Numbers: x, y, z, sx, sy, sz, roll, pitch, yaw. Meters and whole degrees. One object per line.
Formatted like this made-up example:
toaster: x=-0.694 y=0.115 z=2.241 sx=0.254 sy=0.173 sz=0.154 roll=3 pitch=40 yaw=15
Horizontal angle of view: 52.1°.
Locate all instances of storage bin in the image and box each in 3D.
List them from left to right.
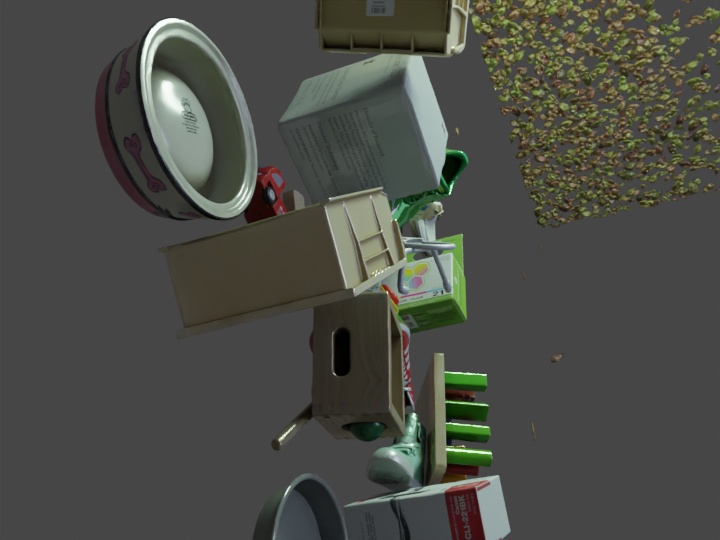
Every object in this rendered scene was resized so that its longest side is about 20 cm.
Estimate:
storage bin: x=-0.074 y=-0.014 z=0.788 sx=0.198 sy=0.198 sz=0.095 roll=-26 pitch=100 yaw=-69
storage bin: x=0.047 y=-0.403 z=1.019 sx=0.094 sy=0.197 sz=0.202 roll=-31 pitch=127 yaw=-67

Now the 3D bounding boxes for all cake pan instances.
cake pan: x=-0.067 y=0.338 z=0.843 sx=0.200 sy=0.036 sz=0.203 roll=-12 pitch=90 yaw=-69

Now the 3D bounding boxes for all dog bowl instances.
dog bowl: x=-0.185 y=-0.142 z=0.743 sx=0.200 sy=0.073 sz=0.203 roll=-12 pitch=90 yaw=-69

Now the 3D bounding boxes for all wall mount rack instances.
wall mount rack: x=0.034 y=-0.008 z=0.949 sx=0.173 sy=0.197 sz=0.076 roll=-5 pitch=100 yaw=-63

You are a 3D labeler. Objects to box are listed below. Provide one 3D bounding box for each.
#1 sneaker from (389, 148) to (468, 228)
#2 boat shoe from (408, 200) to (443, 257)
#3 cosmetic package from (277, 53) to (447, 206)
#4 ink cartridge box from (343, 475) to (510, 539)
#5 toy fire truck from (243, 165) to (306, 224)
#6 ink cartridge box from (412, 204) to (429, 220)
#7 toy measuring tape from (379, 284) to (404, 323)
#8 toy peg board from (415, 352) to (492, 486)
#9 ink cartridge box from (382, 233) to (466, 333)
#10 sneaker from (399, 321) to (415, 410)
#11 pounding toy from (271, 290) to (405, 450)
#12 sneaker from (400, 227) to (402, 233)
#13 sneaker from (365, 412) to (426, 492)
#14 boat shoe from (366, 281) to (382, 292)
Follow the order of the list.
sneaker: x=0.092 y=-0.132 z=1.153 sx=0.200 sy=0.083 sz=0.074 roll=-44 pitch=108 yaw=-23
boat shoe: x=0.142 y=-0.132 z=1.595 sx=0.075 sy=0.068 sz=0.203 roll=-15 pitch=94 yaw=-69
cosmetic package: x=0.012 y=-0.210 z=1.113 sx=0.168 sy=0.197 sz=0.168 roll=-74 pitch=146 yaw=-52
ink cartridge box: x=0.094 y=0.350 z=1.033 sx=0.144 sy=0.198 sz=0.085 roll=21 pitch=56 yaw=-66
toy fire truck: x=-0.091 y=-0.059 z=0.977 sx=0.142 sy=0.048 sz=0.202 roll=-69 pitch=141 yaw=-56
ink cartridge box: x=0.086 y=-0.177 z=1.317 sx=0.200 sy=0.083 sz=0.148 roll=104 pitch=-6 yaw=-86
toy measuring tape: x=0.007 y=0.031 z=1.172 sx=0.201 sy=0.073 sz=0.074 roll=53 pitch=31 yaw=-30
toy peg board: x=0.154 y=0.279 z=1.247 sx=0.200 sy=0.096 sz=0.202 roll=99 pitch=-4 yaw=-53
ink cartridge box: x=0.109 y=0.006 z=1.326 sx=0.076 sy=0.146 sz=0.202 roll=54 pitch=31 yaw=-44
sneaker: x=0.048 y=0.159 z=1.156 sx=0.201 sy=0.070 sz=0.114 roll=71 pitch=17 yaw=-61
pounding toy: x=-0.021 y=0.147 z=0.968 sx=0.184 sy=0.140 sz=0.203 roll=66 pitch=22 yaw=-64
sneaker: x=0.009 y=-0.072 z=1.176 sx=0.200 sy=0.098 sz=0.072 roll=-34 pitch=112 yaw=-67
sneaker: x=0.057 y=0.273 z=1.147 sx=0.201 sy=0.073 sz=0.120 roll=61 pitch=32 yaw=-60
boat shoe: x=0.000 y=0.000 z=1.077 sx=0.067 sy=0.073 sz=0.203 roll=31 pitch=-58 yaw=59
